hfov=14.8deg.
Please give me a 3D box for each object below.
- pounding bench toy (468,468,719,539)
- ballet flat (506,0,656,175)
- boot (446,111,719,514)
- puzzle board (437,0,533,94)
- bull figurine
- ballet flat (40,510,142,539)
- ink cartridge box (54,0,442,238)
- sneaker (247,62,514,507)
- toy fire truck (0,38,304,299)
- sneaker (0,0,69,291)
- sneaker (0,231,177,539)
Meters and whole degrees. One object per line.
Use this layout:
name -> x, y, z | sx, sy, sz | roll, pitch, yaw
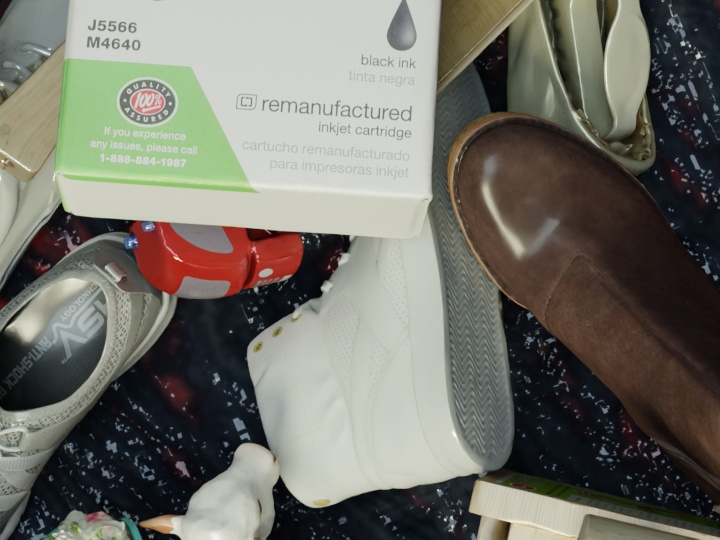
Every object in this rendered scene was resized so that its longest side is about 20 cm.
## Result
pounding bench toy -> 0.090, 0.171, 1.091 | 0.124, 0.200, 0.157 | 13, 89, 7
ballet flat -> 0.092, -0.131, 1.162 | 0.069, 0.069, 0.201 | -6, 94, 7
boot -> 0.122, 0.025, 1.081 | 0.072, 0.166, 0.200 | -43, 108, 0
puzzle board -> 0.025, -0.186, 1.160 | 0.151, 0.017, 0.200 | -44, 60, 16
bull figurine -> -0.029, 0.169, 1.140 | 0.065, 0.121, 0.201 | -12, 88, 22
ballet flat -> -0.088, 0.193, 1.095 | 0.064, 0.076, 0.201 | -20, 77, -25
ink cartridge box -> -0.039, -0.122, 1.092 | 0.145, 0.084, 0.201 | 4, 80, -1
sneaker -> 0.000, 0.000, 1.170 | 0.115, 0.074, 0.201 | -18, 59, 34
toy fire truck -> -0.113, -0.078, 1.147 | 0.141, 0.049, 0.201 | -13, 82, -21
sneaker -> -0.147, -0.059, 1.192 | 0.073, 0.071, 0.201 | 27, 90, 7
sneaker -> -0.163, 0.061, 1.184 | 0.075, 0.082, 0.200 | 38, 93, 7
